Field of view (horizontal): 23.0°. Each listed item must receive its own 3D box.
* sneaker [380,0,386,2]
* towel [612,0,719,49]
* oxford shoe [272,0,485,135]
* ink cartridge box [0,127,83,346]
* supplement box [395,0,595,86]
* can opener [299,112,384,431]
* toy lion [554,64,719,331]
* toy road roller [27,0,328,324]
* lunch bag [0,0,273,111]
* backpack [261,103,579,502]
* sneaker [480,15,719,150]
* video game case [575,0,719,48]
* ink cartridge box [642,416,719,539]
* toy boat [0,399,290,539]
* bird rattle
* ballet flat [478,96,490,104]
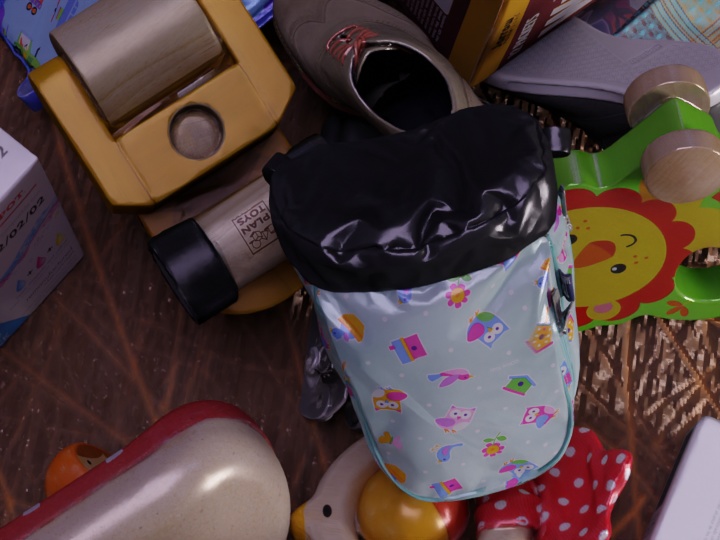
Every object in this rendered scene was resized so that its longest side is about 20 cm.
[{"bbox_3d":[0.012,-0.249,1.172,0.200,0.074,0.087,-49,43,-6],"label":"sneaker"},{"bbox_3d":[0.274,-0.158,1.128,0.200,0.022,0.147,-41,83,-16],"label":"towel"},{"bbox_3d":[0.009,-0.123,1.017,0.071,0.075,0.200,-48,56,-2],"label":"oxford shoe"},{"bbox_3d":[-0.234,-0.020,1.014,0.068,0.200,0.115,37,76,13],"label":"ink cartridge box"},{"bbox_3d":[0.088,-0.258,1.043,0.197,0.133,0.200,-35,79,-17],"label":"supplement box"},{"bbox_3d":[0.000,0.000,1.090,0.066,0.053,0.202,18,68,-27],"label":"can opener"},{"bbox_3d":[0.165,-0.020,1.033,0.199,0.192,0.069,22,44,-32],"label":"toy lion"},{"bbox_3d":[-0.098,-0.068,1.042,0.122,0.146,0.201,-33,94,-9],"label":"toy road roller"},{"bbox_3d":[-0.143,-0.178,1.108,0.200,0.094,0.151,-47,56,0],"label":"lunch bag"},{"bbox_3d":[0.044,0.024,0.948,0.165,0.201,0.127,-9,43,10],"label":"backpack"},{"bbox_3d":[0.142,-0.097,1.089,0.199,0.100,0.071,17,54,36],"label":"sneaker"},{"bbox_3d":[0.156,-0.207,1.163,0.199,0.023,0.183,20,73,8],"label":"video game case"},{"bbox_3d":[0.233,0.209,1.007,0.173,0.044,0.201,25,73,5],"label":"ink cartridge box"},{"bbox_3d":[-0.141,0.145,1.010,0.199,0.131,0.131,-33,42,-7],"label":"toy boat"},{"bbox_3d":[0.051,0.145,1.008,0.200,0.113,0.163,-44,59,-16],"label":"bird rattle"},{"bbox_3d":[0.075,-0.081,1.109,0.199,0.046,0.067,37,76,13],"label":"ballet flat"}]
